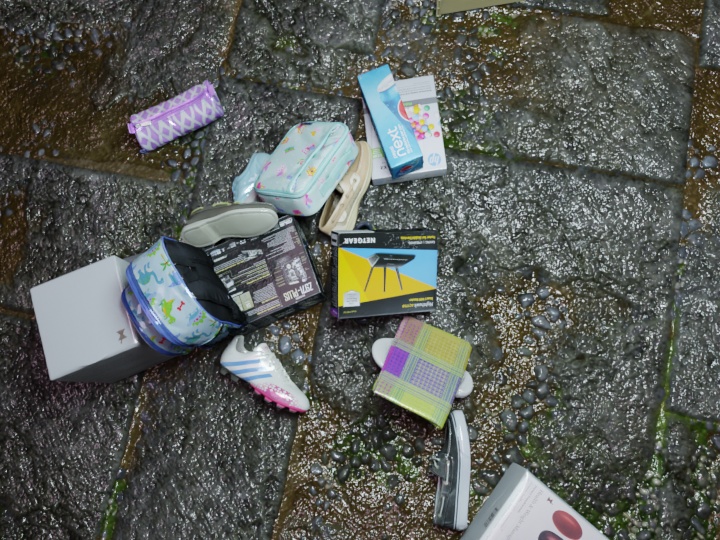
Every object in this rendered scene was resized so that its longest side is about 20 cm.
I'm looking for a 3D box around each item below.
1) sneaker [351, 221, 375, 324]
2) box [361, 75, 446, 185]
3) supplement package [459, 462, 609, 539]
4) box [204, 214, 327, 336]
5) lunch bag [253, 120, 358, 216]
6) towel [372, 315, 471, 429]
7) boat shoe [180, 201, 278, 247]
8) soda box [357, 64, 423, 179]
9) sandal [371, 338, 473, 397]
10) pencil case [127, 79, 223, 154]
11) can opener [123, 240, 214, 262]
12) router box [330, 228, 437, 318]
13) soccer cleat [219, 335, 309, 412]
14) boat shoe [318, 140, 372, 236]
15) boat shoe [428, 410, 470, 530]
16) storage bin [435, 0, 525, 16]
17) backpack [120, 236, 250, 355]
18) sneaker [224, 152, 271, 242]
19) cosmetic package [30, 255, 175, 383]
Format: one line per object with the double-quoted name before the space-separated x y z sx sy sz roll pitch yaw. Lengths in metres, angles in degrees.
"sneaker" 0.000 0.000 1.105 0.072 0.081 0.206 -2 78 5
"box" 0.086 -0.284 1.177 0.152 0.041 0.205 -7 79 5
"supplement package" 0.287 0.465 0.950 0.199 0.147 0.193 37 84 12
"box" -0.184 0.012 1.118 0.196 0.086 0.167 -23 77 1
"lunch bag" -0.100 -0.200 1.105 0.158 0.077 0.202 10 60 39
"towel" 0.114 0.173 1.037 0.141 0.023 0.201 24 46 7
"boat shoe" -0.243 -0.098 1.079 0.197 0.073 0.061 -11 50 18
"soda box" 0.058 -0.289 1.128 0.066 0.064 0.204 -20 78 2
"sandal" 0.109 0.192 1.069 0.199 0.050 0.083 23 42 4
"pencil case" -0.384 -0.323 1.207 0.197 0.086 0.085 -27 79 -1
"can opener" -0.387 -0.030 1.155 0.195 0.067 0.055 -16 76 2
"router box" 0.044 0.002 1.054 0.195 0.051 0.153 -3 100 -21
"soccer cleat" -0.173 0.191 1.087 0.197 0.070 0.088 26 86 11
"boat shoe" -0.030 -0.165 1.137 0.071 0.064 0.205 2 76 52
"boat shoe" 0.155 0.352 1.023 0.069 0.072 0.206 1 80 1
"storage bin" 0.243 -0.615 1.150 0.195 0.199 0.096 -7 81 4
"backpack" -0.307 0.050 0.977 0.146 0.200 0.185 -36 78 -1
"sneaker" -0.229 -0.145 1.171 0.081 0.074 0.203 22 78 28
"cosmetic package" -0.458 0.099 1.068 0.164 0.200 0.170 -21 77 0
